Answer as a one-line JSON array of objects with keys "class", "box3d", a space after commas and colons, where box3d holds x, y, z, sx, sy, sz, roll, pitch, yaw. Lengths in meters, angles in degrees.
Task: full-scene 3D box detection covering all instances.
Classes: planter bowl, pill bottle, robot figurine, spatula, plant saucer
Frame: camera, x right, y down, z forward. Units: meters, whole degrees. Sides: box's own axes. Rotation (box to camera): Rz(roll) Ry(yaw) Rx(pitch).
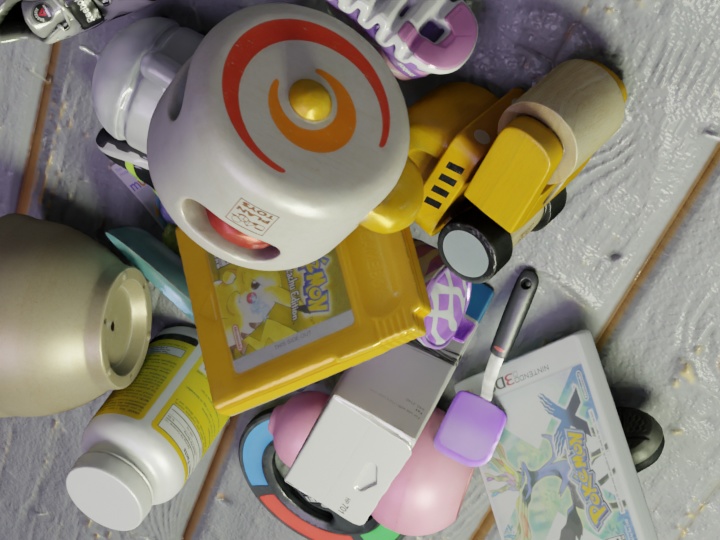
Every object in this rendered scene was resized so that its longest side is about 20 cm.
[{"class": "planter bowl", "box3d": [-0.285, 0.051, 1.708, 0.134, 0.201, 0.201, 6, 131, 17]}, {"class": "pill bottle", "box3d": [-0.205, 0.158, 1.743, 0.112, 0.200, 0.113, 17, 134, 18]}, {"class": "robot figurine", "box3d": [-0.145, -0.143, 1.503, 0.199, 0.113, 0.170, 27, 169, 6]}, {"class": "spatula", "box3d": [0.121, 0.087, 1.573, 0.056, 0.021, 0.201, 27, 118, 17]}, {"class": "plant saucer", "box3d": [-0.159, 0.023, 1.658, 0.200, 0.027, 0.200, 41, 172, 7]}]

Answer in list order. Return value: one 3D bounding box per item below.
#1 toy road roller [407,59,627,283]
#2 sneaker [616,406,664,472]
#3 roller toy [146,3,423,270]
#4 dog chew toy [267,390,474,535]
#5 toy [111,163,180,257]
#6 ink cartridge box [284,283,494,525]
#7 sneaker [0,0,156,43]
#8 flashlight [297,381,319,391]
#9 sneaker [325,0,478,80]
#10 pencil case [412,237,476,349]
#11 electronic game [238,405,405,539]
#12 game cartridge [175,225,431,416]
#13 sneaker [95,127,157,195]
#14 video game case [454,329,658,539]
[{"class": "toy road roller", "box3d": [0.102, -0.102, 1.392, 0.146, 0.123, 0.200, 42, 138, 8]}, {"class": "sneaker", "box3d": [0.226, 0.194, 1.612, 0.114, 0.076, 0.199, 43, 139, -13]}, {"class": "roller toy", "box3d": [-0.060, -0.102, 1.347, 0.140, 0.182, 0.201, -41, 69, 56]}, {"class": "dog chew toy", "box3d": [0.008, 0.174, 1.678, 0.199, 0.125, 0.125, 19, 135, 7]}, {"class": "toy", "box3d": [-0.147, -0.032, 1.651, 0.115, 0.047, 0.200, -26, 112, 41]}, {"class": "ink cartridge box", "box3d": [0.027, 0.102, 1.555, 0.086, 0.200, 0.147, 32, 137, 2]}, {"class": "sneaker", "box3d": [-0.241, -0.232, 1.502, 0.199, 0.089, 0.074, -15, 118, 37]}, {"class": "flashlight", "box3d": [-0.028, 0.035, 1.626, 0.068, 0.068, 0.200, 33, 138, -1]}, {"class": "sneaker", "box3d": [-0.002, -0.220, 1.384, 0.200, 0.081, 0.088, 43, 161, -2]}, {"class": "pencil case", "box3d": [0.000, 0.000, 1.490, 0.200, 0.084, 0.086, 24, 151, 33]}, {"class": "electronic game", "box3d": [-0.035, 0.217, 1.810, 0.199, 0.042, 0.201, 16, 134, 17]}, {"class": "game cartridge", "box3d": [-0.049, 0.004, 1.446, 0.199, 0.177, 0.032, -25, 155, 21]}, {"class": "sneaker", "box3d": [-0.153, -0.063, 1.574, 0.199, 0.072, 0.083, 25, 114, 1]}, {"class": "video game case", "box3d": [0.171, 0.173, 1.569, 0.182, 0.022, 0.201, -29, 76, 51]}]
